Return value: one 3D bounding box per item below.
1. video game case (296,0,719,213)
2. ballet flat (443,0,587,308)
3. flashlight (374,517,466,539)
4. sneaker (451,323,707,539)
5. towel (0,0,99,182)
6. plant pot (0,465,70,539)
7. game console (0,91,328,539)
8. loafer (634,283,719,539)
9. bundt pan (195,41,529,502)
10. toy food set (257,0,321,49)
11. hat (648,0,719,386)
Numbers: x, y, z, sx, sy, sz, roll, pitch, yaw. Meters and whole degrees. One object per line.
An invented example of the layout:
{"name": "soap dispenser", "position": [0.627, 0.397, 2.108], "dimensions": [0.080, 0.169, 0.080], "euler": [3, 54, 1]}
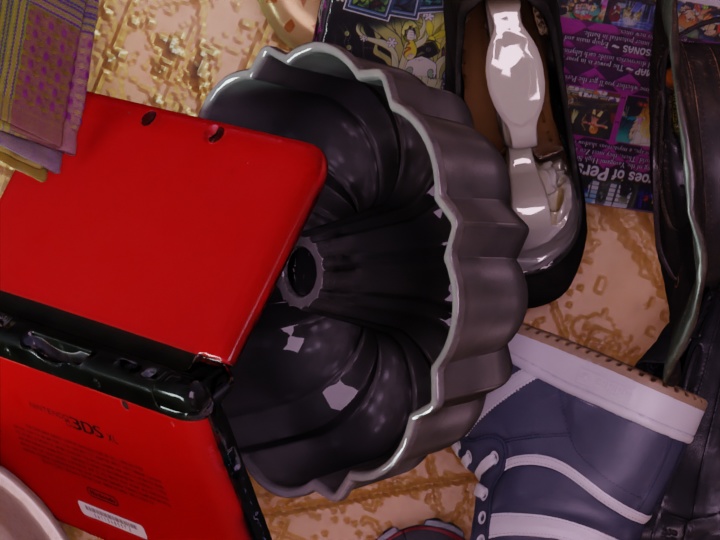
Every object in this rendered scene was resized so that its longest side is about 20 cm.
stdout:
{"name": "video game case", "position": [0.081, -0.123, 1.347], "dimensions": [0.199, 0.036, 0.182], "euler": [8, 116, -8]}
{"name": "ballet flat", "position": [0.066, -0.057, 1.322], "dimensions": [0.068, 0.069, 0.201], "euler": [-10, 120, 1]}
{"name": "flashlight", "position": [0.031, 0.150, 1.308], "dimensions": [0.067, 0.200, 0.068], "euler": [21, 88, 2]}
{"name": "sneaker", "position": [0.060, 0.077, 1.332], "dimensions": [0.199, 0.070, 0.109], "euler": [21, 91, 44]}
{"name": "towel", "position": [-0.180, -0.154, 1.338], "dimensions": [0.143, 0.023, 0.201], "euler": [24, 60, -35]}
{"name": "plant pot", "position": [-0.234, 0.185, 1.298], "dimensions": [0.199, 0.183, 0.202], "euler": [1, 96, 8]}
{"name": "game console", "position": [-0.091, 0.031, 1.326], "dimensions": [0.119, 0.199, 0.173], "euler": [-37, 123, -30]}
{"name": "loafer", "position": [0.163, 0.042, 1.351], "dimensions": [0.070, 0.068, 0.202], "euler": [5, 59, 11]}
{"name": "bundt pan", "position": [0.000, 0.000, 1.294], "dimensions": [0.075, 0.201, 0.203], "euler": [-1, 88, -42]}
{"name": "toy food set", "position": [0.040, -0.198, 1.395], "dimensions": [0.199, 0.049, 0.199], "euler": [-4, 88, 0]}
{"name": "hat", "position": [0.167, -0.044, 1.258], "dimensions": [0.080, 0.201, 0.202], "euler": [0, 88, 2]}
